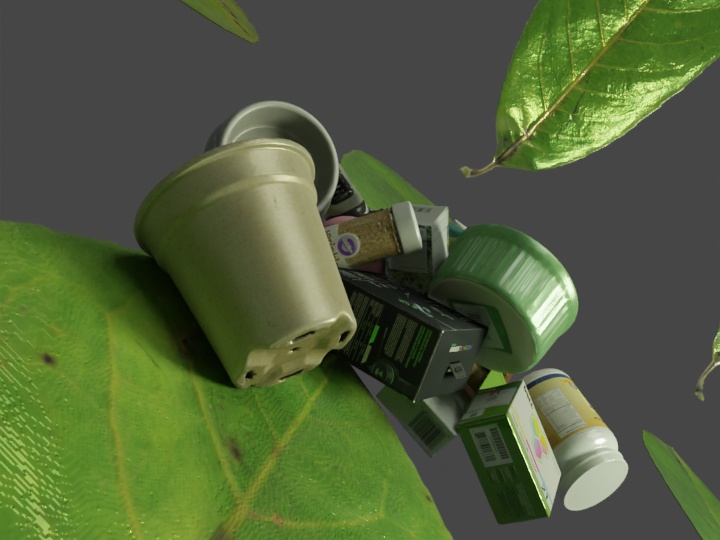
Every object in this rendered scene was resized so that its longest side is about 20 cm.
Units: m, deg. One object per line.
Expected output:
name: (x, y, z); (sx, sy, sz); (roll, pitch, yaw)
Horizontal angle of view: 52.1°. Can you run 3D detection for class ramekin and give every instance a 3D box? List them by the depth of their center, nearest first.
ramekin: (0.187, 0.046, 1.012); (0.198, 0.098, 0.202); (30, -33, 22)

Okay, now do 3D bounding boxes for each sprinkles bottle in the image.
sprinkles bottle: (-0.017, -0.033, 0.997); (0.068, 0.196, 0.070); (-16, 89, -85)

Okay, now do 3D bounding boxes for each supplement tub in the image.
supplement tub: (0.341, 0.283, 1.243); (0.144, 0.145, 0.201); (31, 19, -41)

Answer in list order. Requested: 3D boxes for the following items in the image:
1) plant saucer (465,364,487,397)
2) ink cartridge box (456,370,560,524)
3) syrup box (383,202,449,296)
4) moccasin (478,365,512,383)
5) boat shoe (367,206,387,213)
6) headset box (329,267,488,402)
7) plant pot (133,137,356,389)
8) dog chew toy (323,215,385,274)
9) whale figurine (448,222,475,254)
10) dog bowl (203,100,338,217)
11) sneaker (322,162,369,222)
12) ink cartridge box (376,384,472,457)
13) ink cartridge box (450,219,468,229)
plant saucer: (0.172, 0.175, 1.158); (0.200, 0.035, 0.200); (47, -6, 7)
ink cartridge box: (0.217, 0.221, 1.009); (0.200, 0.075, 0.150); (-38, 106, -59)
syrup box: (0.086, 0.010, 1.099); (0.077, 0.204, 0.081); (7, 27, 23)
moccasin: (0.228, 0.148, 1.226); (0.077, 0.203, 0.074); (-17, 59, -42)
boat shoe: (0.050, -0.074, 1.286); (0.199, 0.060, 0.074); (37, 21, -24)
headset box: (0.050, 0.079, 0.940); (0.198, 0.094, 0.173); (26, 9, 26)
plant pot: (-0.099, 0.006, 0.731); (0.200, 0.199, 0.186); (16, 43, -62)
dog chew toy: (0.000, 0.000, 1.136); (0.125, 0.124, 0.200); (54, 9, 35)
whale figurine: (0.133, -0.040, 1.174); (0.159, 0.198, 0.105); (46, 56, -25)
dog bowl: (-0.119, -0.144, 1.032); (0.200, 0.201, 0.059); (42, -24, -11)
sneaker: (-0.046, -0.132, 1.204); (0.201, 0.073, 0.080); (56, -10, 53)
ink cartridge box: (0.098, 0.181, 1.036); (0.109, 0.050, 0.200); (47, 13, 10)
ink cartridge box: (0.155, 0.025, 1.318); (0.146, 0.200, 0.083); (24, 23, -54)
